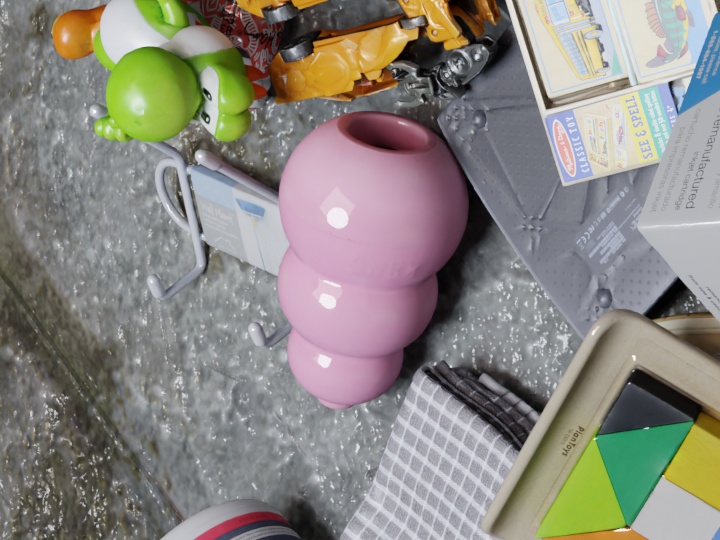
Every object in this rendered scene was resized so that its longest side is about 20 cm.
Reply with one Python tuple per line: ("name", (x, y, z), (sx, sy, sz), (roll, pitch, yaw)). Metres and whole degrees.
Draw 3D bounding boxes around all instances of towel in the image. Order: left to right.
("towel", (0.081, 0.170, 1.452), (0.200, 0.085, 0.166), (36, 117, 36))

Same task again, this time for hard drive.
("hard drive", (0.139, -0.061, 1.400), (0.135, 0.042, 0.200), (-52, 59, 34))

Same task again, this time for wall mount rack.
("wall mount rack", (-0.106, -0.041, 1.590), (0.199, 0.074, 0.175), (23, 137, 41))

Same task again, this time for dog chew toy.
("dog chew toy", (0.000, 0.000, 1.495), (0.124, 0.124, 0.201), (33, 123, 37))

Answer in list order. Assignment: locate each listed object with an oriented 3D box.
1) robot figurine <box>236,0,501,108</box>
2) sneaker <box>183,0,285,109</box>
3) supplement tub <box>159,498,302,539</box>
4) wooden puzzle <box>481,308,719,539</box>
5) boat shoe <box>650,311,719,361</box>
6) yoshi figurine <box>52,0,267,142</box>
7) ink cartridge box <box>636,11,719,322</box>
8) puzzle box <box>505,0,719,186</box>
("robot figurine", (0.006, -0.173, 1.454), (0.199, 0.058, 0.146), (-9, 112, 42))
("sneaker", (-0.137, -0.171, 1.643), (0.201, 0.067, 0.109), (16, 102, 40))
("supplement tub", (-0.061, 0.269, 1.562), (0.200, 0.140, 0.141), (47, 124, 31))
("wooden puzzle", (0.187, 0.136, 1.296), (0.199, 0.037, 0.186), (28, 126, 3))
("boat shoe", (0.239, 0.058, 1.294), (0.199, 0.073, 0.070), (-1, 87, 44))
("yoshi figurine", (-0.148, -0.145, 1.510), (0.112, 0.113, 0.200), (-42, 45, -6))
("ink cartridge box", (0.276, -0.045, 1.161), (0.199, 0.145, 0.148), (-3, 54, 44))
("puzzle box", (0.146, -0.158, 1.312), (0.133, 0.025, 0.201), (-14, 98, 38))
